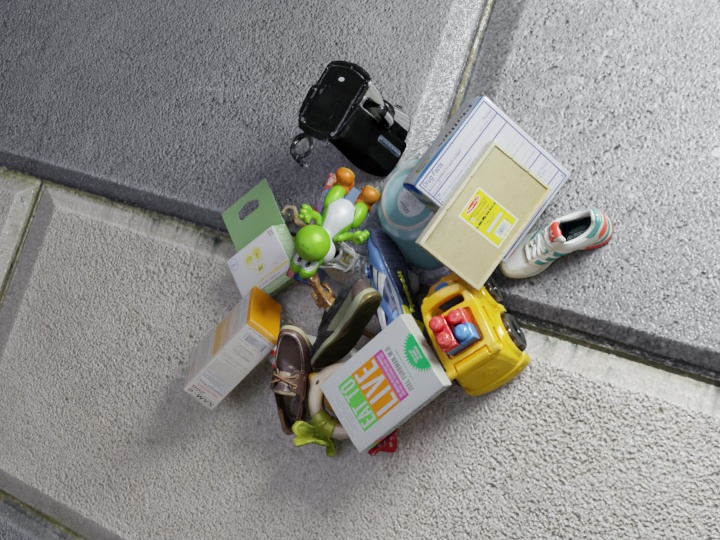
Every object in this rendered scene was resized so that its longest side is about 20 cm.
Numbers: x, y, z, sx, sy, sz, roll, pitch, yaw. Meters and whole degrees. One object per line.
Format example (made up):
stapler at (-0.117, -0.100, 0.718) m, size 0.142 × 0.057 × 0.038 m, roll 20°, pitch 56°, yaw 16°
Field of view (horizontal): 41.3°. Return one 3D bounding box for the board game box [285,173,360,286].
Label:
board game box at (-0.066, -0.069, 1.756) m, size 0.019 × 0.103 × 0.202 m, roll 23°, pitch 88°, yaw 28°

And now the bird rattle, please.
bird rattle at (-0.024, 0.240, 1.634) m, size 0.198 × 0.112 × 0.166 m, roll -14°, pitch 80°, yaw 27°

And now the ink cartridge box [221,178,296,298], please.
ink cartridge box at (-0.197, -0.051, 1.816) m, size 0.145 × 0.048 × 0.202 m, roll -33°, pitch 78°, yaw 34°

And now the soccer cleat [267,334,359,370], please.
soccer cleat at (-0.073, 0.149, 1.727) m, size 0.197 × 0.078 × 0.070 m, roll 6°, pitch 115°, yaw 17°

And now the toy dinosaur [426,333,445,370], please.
toy dinosaur at (0.090, 0.164, 1.645) m, size 0.106 × 0.060 × 0.203 m, roll 16°, pitch 91°, yaw 53°

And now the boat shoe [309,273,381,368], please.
boat shoe at (-0.033, 0.086, 1.617) m, size 0.202 × 0.071 × 0.066 m, roll -55°, pitch 54°, yaw 37°

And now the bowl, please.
bowl at (0.108, -0.115, 1.671) m, size 0.198 × 0.105 × 0.204 m, roll -9°, pitch 72°, yaw 27°

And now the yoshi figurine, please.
yoshi figurine at (-0.050, -0.078, 1.621) m, size 0.111 × 0.112 × 0.201 m, roll 14°, pitch 62°, yaw 43°

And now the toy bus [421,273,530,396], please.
toy bus at (0.159, 0.083, 1.539) m, size 0.135 × 0.191 × 0.202 m, roll -33°, pitch 62°, yaw 19°

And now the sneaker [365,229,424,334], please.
sneaker at (0.040, 0.027, 1.621) m, size 0.082 × 0.073 × 0.203 m, roll -29°, pitch 67°, yaw 33°

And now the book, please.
book at (0.040, 0.183, 1.535) m, size 0.200 × 0.048 × 0.135 m, roll -43°, pitch 66°, yaw 27°

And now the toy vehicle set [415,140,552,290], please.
toy vehicle set at (0.193, -0.086, 1.494) m, size 0.124 × 0.027 × 0.201 m, roll 37°, pitch 88°, yaw -12°

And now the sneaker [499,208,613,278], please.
sneaker at (0.306, -0.051, 1.548) m, size 0.198 × 0.093 × 0.071 m, roll -23°, pitch 66°, yaw 22°

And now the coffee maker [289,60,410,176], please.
coffee maker at (-0.019, -0.252, 1.723) m, size 0.192 × 0.200 × 0.135 m, roll -40°, pitch 59°, yaw 11°

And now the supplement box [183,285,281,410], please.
supplement box at (-0.235, 0.143, 1.766) m, size 0.200 × 0.073 × 0.127 m, roll -45°, pitch 22°, yaw 20°

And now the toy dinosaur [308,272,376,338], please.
toy dinosaur at (-0.034, 0.081, 1.704) m, size 0.199 × 0.106 × 0.061 m, roll 41°, pitch 77°, yaw -10°

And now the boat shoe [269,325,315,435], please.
boat shoe at (-0.123, 0.197, 1.679) m, size 0.071 × 0.072 × 0.203 m, roll 10°, pitch 116°, yaw 14°

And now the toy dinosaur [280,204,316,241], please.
toy dinosaur at (-0.099, -0.086, 1.812) m, size 0.100 × 0.058 × 0.203 m, roll 25°, pitch 103°, yaw 22°

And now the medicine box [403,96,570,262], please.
medicine box at (0.203, -0.148, 1.555) m, size 0.199 × 0.103 × 0.183 m, roll 39°, pitch 88°, yaw -11°

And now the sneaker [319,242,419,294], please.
sneaker at (0.000, 0.000, 1.694) m, size 0.198 × 0.115 × 0.075 m, roll 14°, pitch 79°, yaw 30°
